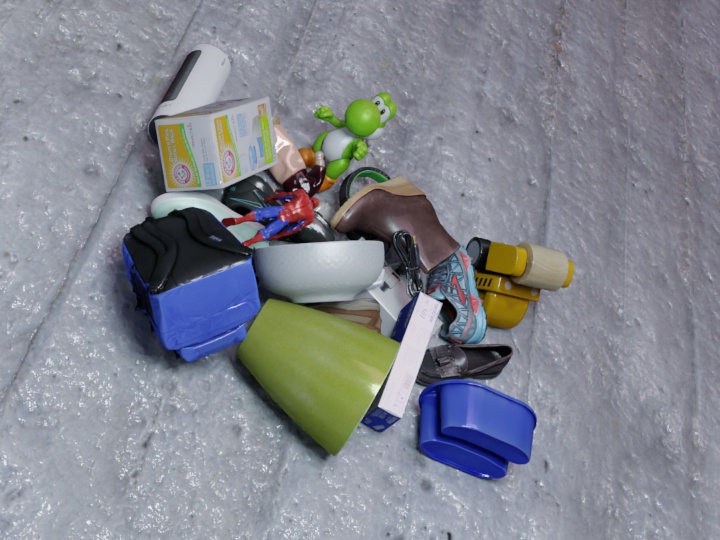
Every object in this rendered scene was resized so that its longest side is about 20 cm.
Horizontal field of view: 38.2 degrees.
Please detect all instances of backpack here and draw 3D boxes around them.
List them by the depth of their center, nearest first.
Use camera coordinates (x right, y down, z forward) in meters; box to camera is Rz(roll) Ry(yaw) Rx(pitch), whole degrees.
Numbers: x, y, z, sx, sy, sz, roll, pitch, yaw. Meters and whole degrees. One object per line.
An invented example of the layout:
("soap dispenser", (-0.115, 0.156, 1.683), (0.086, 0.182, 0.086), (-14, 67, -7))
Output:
("backpack", (-0.248, 0.016, 1.459), (0.160, 0.171, 0.200), (-17, 38, -24))

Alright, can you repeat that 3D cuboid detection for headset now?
("headset", (0.035, -0.083, 1.783), (0.122, 0.093, 0.204), (-5, 78, -37))

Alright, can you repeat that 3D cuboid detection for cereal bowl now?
("cereal bowl", (-0.060, 0.005, 1.534), (0.197, 0.199, 0.085), (-1, 87, -35))

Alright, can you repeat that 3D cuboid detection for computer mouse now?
("computer mouse", (0.000, 0.000, 1.657), (0.044, 0.196, 0.112), (-61, 144, -77))

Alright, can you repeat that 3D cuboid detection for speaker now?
("speaker", (-0.280, -0.284, 1.718), (0.080, 0.081, 0.202), (29, 47, -13))

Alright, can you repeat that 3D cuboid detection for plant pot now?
("plant pot", (-0.073, 0.133, 1.503), (0.198, 0.188, 0.188), (32, 45, 0))

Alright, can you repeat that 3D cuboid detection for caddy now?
("caddy", (0.182, 0.238, 1.622), (0.197, 0.141, 0.106), (25, 50, -19))

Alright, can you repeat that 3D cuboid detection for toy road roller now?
("toy road roller", (0.264, 0.028, 1.808), (0.121, 0.199, 0.149), (12, 89, -26))

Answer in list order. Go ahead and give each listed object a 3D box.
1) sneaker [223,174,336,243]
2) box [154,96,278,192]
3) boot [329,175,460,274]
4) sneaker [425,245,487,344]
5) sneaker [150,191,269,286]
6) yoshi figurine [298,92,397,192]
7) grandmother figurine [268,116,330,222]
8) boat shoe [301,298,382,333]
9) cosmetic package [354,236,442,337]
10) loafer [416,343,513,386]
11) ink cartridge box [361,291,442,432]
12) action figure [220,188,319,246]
("sneaker", (-0.134, -0.077, 1.688), (0.198, 0.076, 0.080), (30, 55, -1))
("box", (-0.219, -0.197, 1.613), (0.200, 0.099, 0.115), (-37, 123, -63))
("boot", (0.061, -0.064, 1.707), (0.199, 0.073, 0.167), (-29, 75, -40))
("sneaker", (0.151, 0.031, 1.795), (0.094, 0.079, 0.203), (-1, 59, -33))
("sneaker", (-0.227, -0.041, 1.580), (0.198, 0.074, 0.120), (21, 45, -24))
("yoshi figurine", (-0.027, -0.227, 1.760), (0.112, 0.199, 0.113), (37, 29, -24))
("grandmother figurine", (-0.110, -0.158, 1.751), (0.202, 0.120, 0.061), (60, 7, 3))
("boat shoe", (-0.047, 0.090, 1.617), (0.197, 0.076, 0.073), (-6, 71, -30))
("cosmetic package", (0.040, 0.046, 1.725), (0.200, 0.051, 0.082), (46, 46, 2))
("loafer", (0.170, 0.147, 1.734), (0.197, 0.063, 0.073), (-1, 59, -36))
("ink cartridge box", (0.063, 0.141, 1.604), (0.044, 0.094, 0.203), (26, 63, -8))
("action figure", (-0.144, -0.075, 1.582), (0.199, 0.098, 0.066), (-26, 99, -47))
